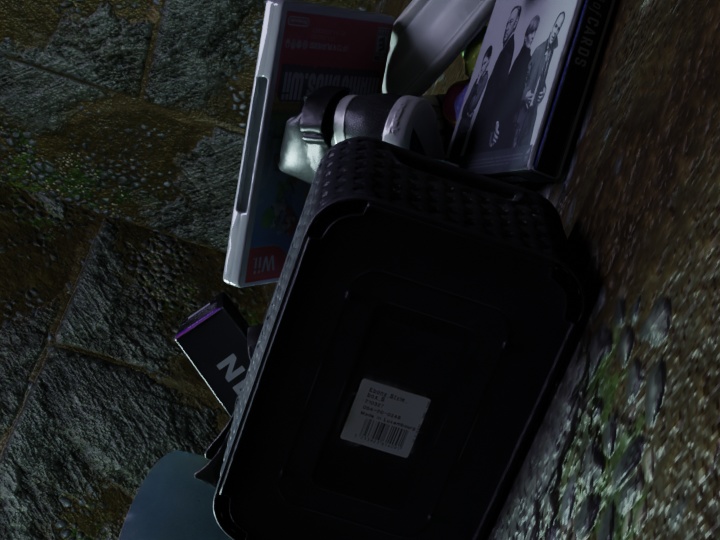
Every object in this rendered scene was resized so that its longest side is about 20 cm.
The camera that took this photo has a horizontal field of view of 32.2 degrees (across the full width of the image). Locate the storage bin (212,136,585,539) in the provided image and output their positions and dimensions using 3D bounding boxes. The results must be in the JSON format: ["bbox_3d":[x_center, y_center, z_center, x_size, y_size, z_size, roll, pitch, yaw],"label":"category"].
[{"bbox_3d":[0.016,0.050,0.638,0.094,0.135,0.200,-87,16,-67],"label":"storage bin"}]

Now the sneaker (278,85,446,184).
[{"bbox_3d":[0.005,-0.060,0.871,0.073,0.112,0.200,-63,-24,-27],"label":"sneaker"}]

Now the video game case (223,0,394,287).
[{"bbox_3d":[-0.035,-0.092,0.909,0.143,0.017,0.201,-10,-66,-56],"label":"video game case"}]

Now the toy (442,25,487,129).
[{"bbox_3d":[0.090,-0.136,0.915,0.200,0.047,0.115,-84,12,-63],"label":"toy"}]

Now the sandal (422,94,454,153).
[{"bbox_3d":[0.056,-0.083,1.009,0.201,0.080,0.057,-71,-15,-57],"label":"sandal"}]

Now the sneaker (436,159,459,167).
[{"bbox_3d":[0.000,0.000,0.803,0.071,0.080,0.200,-77,10,-46],"label":"sneaker"}]

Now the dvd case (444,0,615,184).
[{"bbox_3d":[0.112,-0.150,0.769,0.150,0.025,0.201,-172,101,-74],"label":"dvd case"}]

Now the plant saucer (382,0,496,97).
[{"bbox_3d":[0.071,-0.208,0.971,0.200,0.050,0.200,-49,7,9],"label":"plant saucer"}]

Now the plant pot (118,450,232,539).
[{"bbox_3d":[-0.103,0.256,1.004,0.200,0.134,0.201,7,-90,-76],"label":"plant pot"}]

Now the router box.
[{"bbox_3d":[-0.077,0.116,1.049,0.051,0.200,0.149,-35,6,-3],"label":"router box"}]

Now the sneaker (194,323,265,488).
[{"bbox_3d":[-0.020,0.050,0.735,0.060,0.104,0.200,-87,16,-68],"label":"sneaker"}]
